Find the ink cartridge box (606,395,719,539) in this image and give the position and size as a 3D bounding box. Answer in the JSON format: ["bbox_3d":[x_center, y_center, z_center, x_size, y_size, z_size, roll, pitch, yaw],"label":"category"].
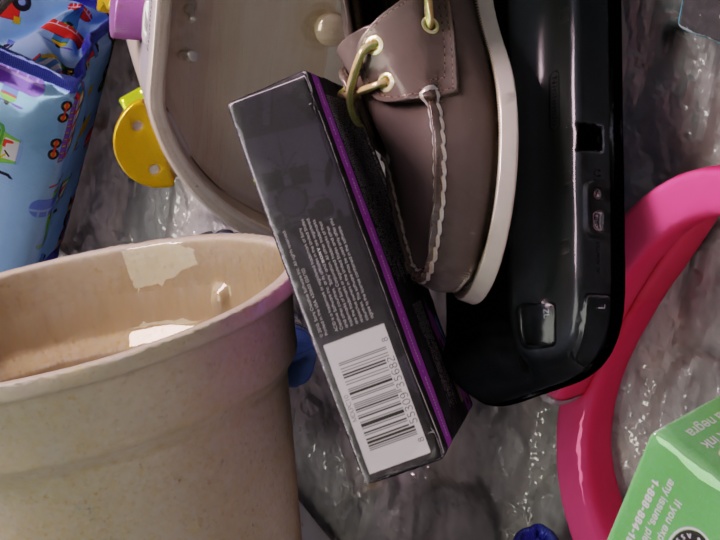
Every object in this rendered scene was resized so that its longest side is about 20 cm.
[{"bbox_3d":[0.170,0.150,0.879,0.200,0.084,0.146,38,128,29],"label":"ink cartridge box"}]

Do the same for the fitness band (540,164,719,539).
[{"bbox_3d":[0.130,0.051,0.978,0.144,0.037,0.200,55,137,30],"label":"fitness band"}]

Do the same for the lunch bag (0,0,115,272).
[{"bbox_3d":[-0.234,-0.078,1.291,0.094,0.199,0.151,-72,1,-59],"label":"lunch bag"}]

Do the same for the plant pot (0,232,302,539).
[{"bbox_3d":[-0.098,0.102,1.041,0.200,0.200,0.184,4,111,52],"label":"plant pot"}]

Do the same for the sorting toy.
[{"bbox_3d":[-0.073,-0.127,1.181,0.180,0.106,0.201,-133,46,-62],"label":"sorting toy"}]

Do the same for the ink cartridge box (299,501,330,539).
[{"bbox_3d":[-0.096,0.146,1.253,0.200,0.084,0.145,48,132,36],"label":"ink cartridge box"}]

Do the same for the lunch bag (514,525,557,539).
[{"bbox_3d":[0.082,0.225,1.031,0.200,0.094,0.151,42,128,30],"label":"lunch bag"}]

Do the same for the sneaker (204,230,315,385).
[{"bbox_3d":[-0.103,0.066,1.159,0.085,0.200,0.077,44,162,25],"label":"sneaker"}]

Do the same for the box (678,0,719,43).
[{"bbox_3d":[0.166,-0.162,0.877,0.082,0.049,0.201,33,122,45],"label":"box"}]

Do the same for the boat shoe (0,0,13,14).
[{"bbox_3d":[-0.157,-0.162,1.181,0.200,0.074,0.060,-42,34,3],"label":"boat shoe"}]

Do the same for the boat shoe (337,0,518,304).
[{"bbox_3d":[0.019,-0.082,0.996,0.072,0.059,0.201,134,138,-58],"label":"boat shoe"}]

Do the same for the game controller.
[{"bbox_3d":[0.064,-0.051,1.012,0.104,0.042,0.201,146,128,-64],"label":"game controller"}]

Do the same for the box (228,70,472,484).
[{"bbox_3d":[0.000,0.000,1.022,0.200,0.036,0.143,-16,-94,-83],"label":"box"}]
